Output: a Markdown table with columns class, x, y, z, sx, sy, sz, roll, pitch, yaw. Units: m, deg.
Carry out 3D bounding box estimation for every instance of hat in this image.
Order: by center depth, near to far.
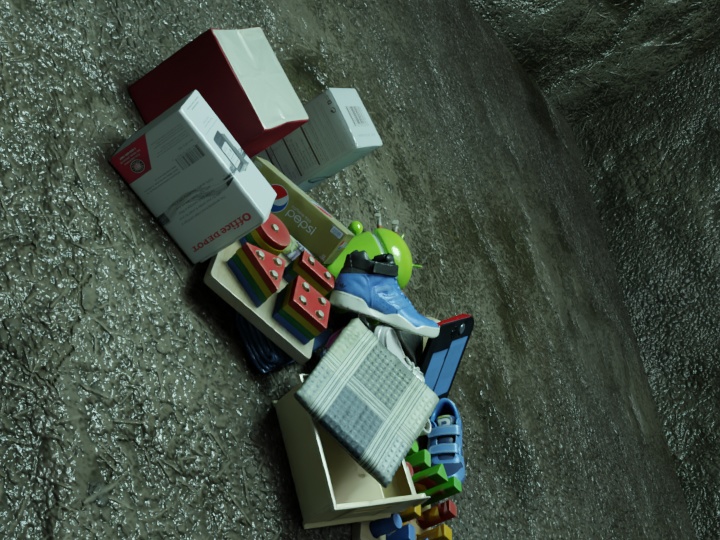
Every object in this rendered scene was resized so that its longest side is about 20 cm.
| class | x | y | z | sx | sy | sz | roll | pitch | yaw |
| --- | --- | --- | --- | --- | --- | --- | --- | --- | --- |
| hat | 0.067 | 0.127 | 1.803 | 0.200 | 0.080 | 0.203 | 10 | 78 | -63 |

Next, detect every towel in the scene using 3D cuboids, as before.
| class | x | y | z | sx | sy | sz | roll | pitch | yaw |
| --- | --- | --- | --- | --- | --- | --- | --- | --- | --- |
| towel | 0.011 | 0.191 | 1.494 | 0.192 | 0.035 | 0.200 | 44 | 43 | -3 |
| towel | -0.123 | 0.090 | 1.586 | 0.113 | 0.048 | 0.200 | 64 | 26 | 5 |

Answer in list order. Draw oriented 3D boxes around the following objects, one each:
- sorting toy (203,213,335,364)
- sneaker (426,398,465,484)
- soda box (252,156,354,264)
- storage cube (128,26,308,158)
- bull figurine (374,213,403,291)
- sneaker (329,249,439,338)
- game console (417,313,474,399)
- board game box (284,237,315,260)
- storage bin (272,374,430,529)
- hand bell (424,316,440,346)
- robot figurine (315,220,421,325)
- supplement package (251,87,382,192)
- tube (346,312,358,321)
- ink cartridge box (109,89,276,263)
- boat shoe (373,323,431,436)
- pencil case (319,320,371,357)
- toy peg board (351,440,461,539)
| class | x | y | z | sx | sy | sz | roll | pitch | yaw |
| --- | --- | --- | --- | --- | --- | --- | --- | --- | --- |
| sorting toy | -0.125 | 0.008 | 1.539 | 0.199 | 0.069 | 0.201 | 42 | 25 | -18 |
| sneaker | 0.152 | 0.314 | 1.835 | 0.201 | 0.073 | 0.083 | -87 | 173 | -59 |
| soda box | -0.108 | -0.097 | 1.647 | 0.200 | 0.064 | 0.068 | 41 | 7 | 8 |
| storage cube | -0.221 | -0.264 | 1.593 | 0.202 | 0.179 | 0.171 | 62 | 25 | -2 |
| bull figurine | 0.050 | -0.022 | 1.986 | 0.201 | 0.064 | 0.123 | -89 | 176 | -57 |
| sneaker | 0.054 | 0.033 | 1.633 | 0.198 | 0.077 | 0.112 | 21 | 84 | -19 |
| game console | 0.143 | 0.179 | 1.859 | 0.031 | 0.202 | 0.176 | 24 | 15 | 21 |
| board game box | -0.147 | -0.063 | 1.716 | 0.121 | 0.032 | 0.200 | 61 | 25 | 7 |
| storage bin | -0.011 | 0.265 | 1.506 | 0.197 | 0.094 | 0.202 | 4 | 58 | -39 |
| hand bell | 0.101 | 0.189 | 1.899 | 0.104 | 0.103 | 0.201 | 52 | 39 | -20 |
| robot figurine | 0.000 | 0.000 | 1.726 | 0.116 | 0.198 | 0.177 | 83 | -17 | -58 |
| supplement package | -0.084 | -0.222 | 1.785 | 0.118 | 0.199 | 0.117 | 63 | 25 | 2 |
| tube | -0.041 | 0.003 | 1.835 | 0.201 | 0.050 | 0.077 | 60 | 6 | 3 |
| ink cartridge box | -0.239 | -0.133 | 1.468 | 0.201 | 0.144 | 0.084 | 53 | 24 | -19 |
| boat shoe | 0.072 | 0.176 | 1.627 | 0.071 | 0.069 | 0.202 | -47 | 126 | -53 |
| pencil case | 0.011 | 0.183 | 1.668 | 0.094 | 0.090 | 0.201 | -104 | 167 | -54 |
| toy peg board | 0.085 | 0.384 | 1.636 | 0.200 | 0.097 | 0.201 | 45 | 30 | -32 |
